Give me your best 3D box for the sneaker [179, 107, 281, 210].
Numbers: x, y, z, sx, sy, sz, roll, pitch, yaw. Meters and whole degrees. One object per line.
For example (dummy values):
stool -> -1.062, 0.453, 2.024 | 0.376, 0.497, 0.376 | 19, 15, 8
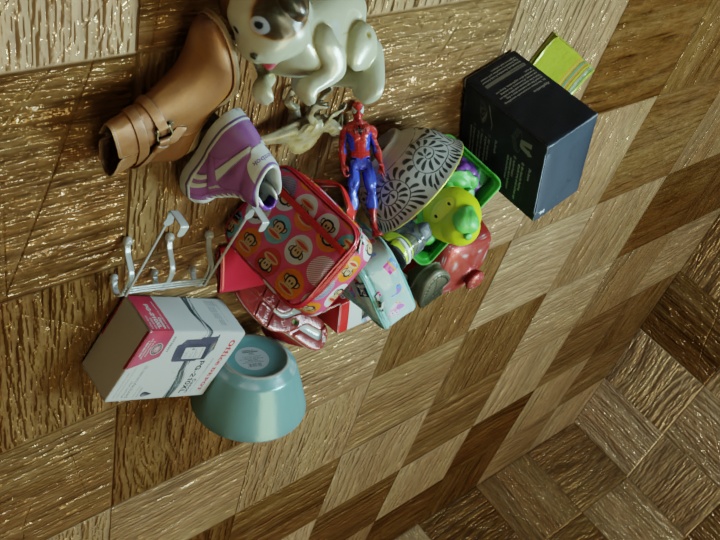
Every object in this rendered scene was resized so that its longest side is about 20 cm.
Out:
sneaker -> -0.163, -0.107, 1.049 | 0.073, 0.114, 0.200 | -39, 179, -29

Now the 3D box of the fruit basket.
fruit basket -> 0.135, -0.111, 1.397 | 0.216, 0.156, 0.216 | -48, -179, 1

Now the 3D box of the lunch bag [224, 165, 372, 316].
lunch bag -> -0.081, -0.053, 1.192 | 0.176, 0.200, 0.082 | -48, 153, 4

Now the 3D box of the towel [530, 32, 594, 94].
towel -> 0.371, -0.371, 1.528 | 0.086, 0.018, 0.200 | -53, 150, 17

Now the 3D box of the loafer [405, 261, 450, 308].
loafer -> 0.113, 0.021, 1.504 | 0.076, 0.067, 0.200 | -39, 170, -9

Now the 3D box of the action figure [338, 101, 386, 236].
action figure -> 0.002, -0.150, 1.222 | 0.065, 0.200, 0.052 | -4, 179, -5

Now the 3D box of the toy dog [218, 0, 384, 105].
toy dog -> -0.067, -0.280, 0.947 | 0.200, 0.139, 0.194 | -9, 116, -59

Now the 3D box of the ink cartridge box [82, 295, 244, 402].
ink cartridge box -> -0.298, 0.119, 1.272 | 0.200, 0.084, 0.145 | 6, 126, -55

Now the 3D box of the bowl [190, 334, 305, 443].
bowl -> -0.184, 0.184, 1.402 | 0.201, 0.201, 0.105 | -18, 135, -39

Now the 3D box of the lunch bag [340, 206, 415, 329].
lunch bag -> 0.000, 0.000, 1.322 | 0.077, 0.200, 0.160 | -32, 132, -13

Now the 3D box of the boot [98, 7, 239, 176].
boot -> -0.223, -0.193, 0.939 | 0.155, 0.074, 0.200 | -29, 153, -34

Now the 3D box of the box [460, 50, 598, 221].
box -> 0.279, -0.229, 1.412 | 0.117, 0.200, 0.197 | -33, 151, -17

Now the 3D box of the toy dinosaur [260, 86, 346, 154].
toy dinosaur -> -0.082, -0.200, 1.139 | 0.200, 0.058, 0.101 | -19, 145, -37

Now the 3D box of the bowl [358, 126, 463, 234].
bowl -> 0.057, -0.161, 1.299 | 0.201, 0.094, 0.201 | -43, -162, 18

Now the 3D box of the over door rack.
over door rack -> -0.240, -0.036, 1.133 | 0.148, 0.067, 0.200 | -9, 158, -46

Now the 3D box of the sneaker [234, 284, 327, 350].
sneaker -> -0.161, 0.078, 1.405 | 0.200, 0.115, 0.078 | 43, 58, -30

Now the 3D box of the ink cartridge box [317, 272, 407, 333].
ink cartridge box -> -0.028, 0.039, 1.465 | 0.200, 0.116, 0.067 | -21, 132, -35

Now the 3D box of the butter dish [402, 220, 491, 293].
butter dish -> 0.184, -0.023, 1.630 | 0.199, 0.148, 0.200 | -16, 142, -39

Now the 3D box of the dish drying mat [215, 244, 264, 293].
dish drying mat -> -0.147, -0.017, 1.329 | 0.200, 0.018, 0.077 | -13, 115, -42

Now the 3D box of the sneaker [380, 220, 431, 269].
sneaker -> 0.059, -0.045, 1.357 | 0.081, 0.074, 0.200 | -33, -166, -14
